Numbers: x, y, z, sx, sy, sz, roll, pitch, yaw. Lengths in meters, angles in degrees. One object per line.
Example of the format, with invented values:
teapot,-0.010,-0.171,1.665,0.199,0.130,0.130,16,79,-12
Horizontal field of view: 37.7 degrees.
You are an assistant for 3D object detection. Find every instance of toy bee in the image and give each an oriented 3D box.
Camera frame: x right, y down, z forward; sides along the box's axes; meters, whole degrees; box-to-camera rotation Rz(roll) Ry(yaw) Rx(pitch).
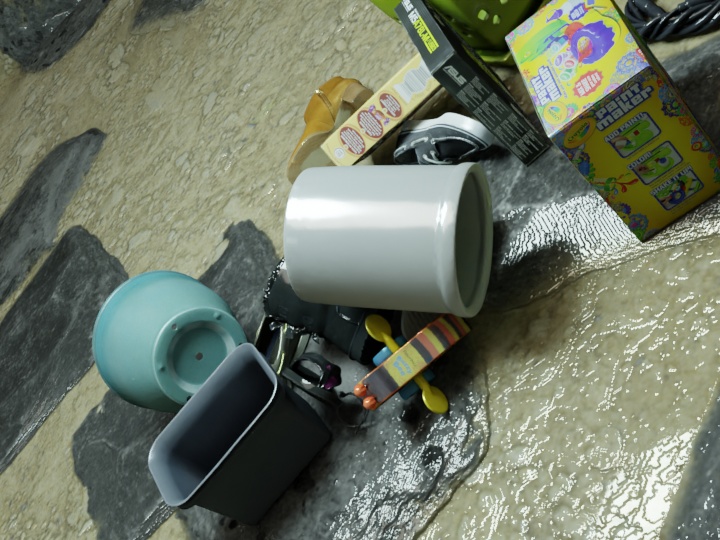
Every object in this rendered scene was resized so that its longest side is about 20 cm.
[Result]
toy bee,0.042,0.126,1.204,0.130,0.109,0.201,30,104,13

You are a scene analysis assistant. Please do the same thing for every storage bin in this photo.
storage bin,-0.145,0.211,1.309,0.200,0.134,0.146,-49,38,2

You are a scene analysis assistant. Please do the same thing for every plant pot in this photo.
plant pot,-0.245,0.105,1.441,0.201,0.200,0.188,-59,26,-12
plant pot,0.163,-0.405,1.484,0.200,0.181,0.200,-56,34,-8

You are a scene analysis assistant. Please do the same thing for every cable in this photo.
cable,0.403,-0.354,1.278,0.199,0.051,0.164,1,60,49

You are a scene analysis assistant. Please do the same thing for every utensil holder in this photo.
utensil holder,0.034,-0.036,1.188,0.199,0.170,0.171,2,56,20

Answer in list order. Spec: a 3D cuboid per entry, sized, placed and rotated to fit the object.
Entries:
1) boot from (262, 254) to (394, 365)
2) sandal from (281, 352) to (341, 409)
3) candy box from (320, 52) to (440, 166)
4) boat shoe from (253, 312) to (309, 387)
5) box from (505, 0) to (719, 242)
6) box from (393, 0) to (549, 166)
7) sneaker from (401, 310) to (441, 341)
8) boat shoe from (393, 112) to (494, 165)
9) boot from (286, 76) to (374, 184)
boot,-0.027,0.009,1.340,0.162,0.073,0.199,26,99,26
sandal,-0.057,0.124,1.286,0.048,0.075,0.200,-60,8,-3
candy box,0.043,-0.231,1.494,0.200,0.056,0.117,-42,1,24
boat shoe,-0.127,0.139,1.423,0.072,0.060,0.203,-13,50,42
box,0.275,-0.176,1.136,0.122,0.192,0.201,-35,38,21
box,0.139,-0.249,1.351,0.047,0.200,0.193,-42,34,15
sneaker,0.101,0.002,1.299,0.201,0.074,0.082,-65,6,-11
boat shoe,0.106,-0.167,1.427,0.200,0.072,0.068,10,72,58
boot,-0.065,-0.225,1.692,0.201,0.071,0.144,-51,28,-5
